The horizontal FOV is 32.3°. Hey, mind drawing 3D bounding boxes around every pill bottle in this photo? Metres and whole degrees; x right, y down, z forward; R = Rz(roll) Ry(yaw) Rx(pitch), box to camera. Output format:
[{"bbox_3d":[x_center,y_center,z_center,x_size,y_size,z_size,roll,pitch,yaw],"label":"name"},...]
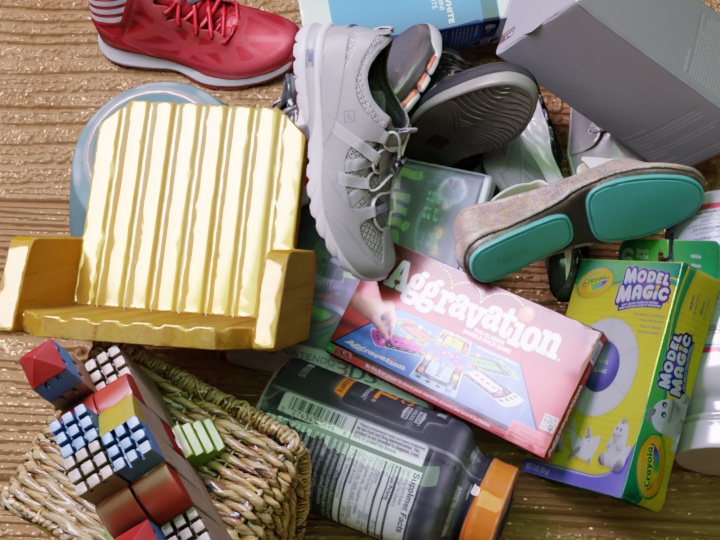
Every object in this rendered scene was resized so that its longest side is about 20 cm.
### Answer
[{"bbox_3d":[0.018,0.148,0.942,0.198,0.106,0.107,20,70,13],"label":"pill bottle"},{"bbox_3d":[0.285,0.049,0.955,0.107,0.109,0.203,5,68,8],"label":"pill bottle"}]

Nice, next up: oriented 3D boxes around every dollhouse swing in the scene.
[{"bbox_3d":[-0.136,-0.041,0.902,0.197,0.182,0.179,5,91,8],"label":"dollhouse swing"}]

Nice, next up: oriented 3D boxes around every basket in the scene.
[{"bbox_3d":[-0.135,0.164,0.928,0.198,0.143,0.150,23,73,20],"label":"basket"}]

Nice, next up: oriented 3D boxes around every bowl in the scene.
[{"bbox_3d":[-0.165,-0.077,1.056,0.198,0.105,0.204,-2,68,5],"label":"bowl"}]

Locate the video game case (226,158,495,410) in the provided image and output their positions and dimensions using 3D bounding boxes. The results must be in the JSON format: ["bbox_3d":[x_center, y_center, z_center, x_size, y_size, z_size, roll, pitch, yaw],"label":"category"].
[{"bbox_3d":[0.000,0.000,1.024,0.179,0.023,0.203,13,77,18],"label":"video game case"}]

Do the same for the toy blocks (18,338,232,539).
[{"bbox_3d":[-0.146,0.123,0.793,0.099,0.137,0.201,-31,65,-2],"label":"toy blocks"}]

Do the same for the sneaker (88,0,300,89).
[{"bbox_3d":[-0.153,-0.226,1.110,0.197,0.116,0.079,2,67,7],"label":"sneaker"}]

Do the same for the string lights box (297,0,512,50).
[{"bbox_3d":[0.048,-0.222,1.090,0.197,0.103,0.060,-11,87,1],"label":"string lights box"}]

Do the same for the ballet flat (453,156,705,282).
[{"bbox_3d":[0.162,-0.053,0.954,0.197,0.069,0.068,-15,40,-3],"label":"ballet flat"}]

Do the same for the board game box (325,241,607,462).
[{"bbox_3d":[0.077,0.056,0.953,0.198,0.019,0.104,24,80,27],"label":"board game box"}]

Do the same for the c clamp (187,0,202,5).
[{"bbox_3d":[-0.030,-0.254,1.086,0.169,0.199,0.027,-11,91,26],"label":"c clamp"}]

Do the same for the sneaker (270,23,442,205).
[{"bbox_3d":[-0.020,-0.137,1.002,0.200,0.077,0.082,-45,111,0],"label":"sneaker"}]

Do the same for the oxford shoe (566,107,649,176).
[{"bbox_3d":[0.214,-0.131,1.066,0.074,0.058,0.203,-1,69,1],"label":"oxford shoe"}]

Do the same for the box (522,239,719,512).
[{"bbox_3d":[0.197,0.068,0.932,0.048,0.117,0.202,24,79,-29],"label":"box"}]

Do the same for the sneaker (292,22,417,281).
[{"bbox_3d":[0.004,-0.087,0.936,0.081,0.075,0.203,-4,109,23],"label":"sneaker"}]

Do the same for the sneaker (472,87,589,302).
[{"bbox_3d":[0.140,-0.061,1.043,0.078,0.074,0.202,-19,61,10],"label":"sneaker"}]

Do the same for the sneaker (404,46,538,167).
[{"bbox_3d":[0.080,-0.152,1.020,0.074,0.199,0.108,25,67,-23],"label":"sneaker"}]

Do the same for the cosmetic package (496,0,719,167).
[{"bbox_3d":[0.218,-0.169,0.982,0.199,0.106,0.091,34,62,-22],"label":"cosmetic package"}]
